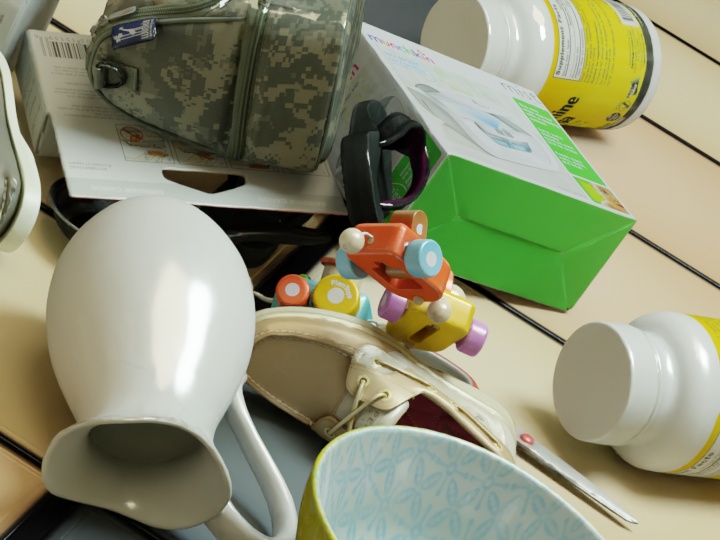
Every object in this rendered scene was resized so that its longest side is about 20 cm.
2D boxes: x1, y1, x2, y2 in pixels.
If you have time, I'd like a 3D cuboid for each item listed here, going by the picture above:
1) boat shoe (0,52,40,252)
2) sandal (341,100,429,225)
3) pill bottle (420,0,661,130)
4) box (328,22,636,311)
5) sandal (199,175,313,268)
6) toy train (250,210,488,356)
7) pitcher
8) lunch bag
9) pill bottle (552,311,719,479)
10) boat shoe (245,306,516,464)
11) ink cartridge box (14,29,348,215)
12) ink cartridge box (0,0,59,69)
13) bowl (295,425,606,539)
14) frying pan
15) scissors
[{"bbox_3d":[-0.258,-0.093,1.577,0.060,0.072,0.202,16,33,-36],"label":"boat shoe"},{"bbox_3d":[0.020,-0.067,1.636,0.048,0.076,0.200,-7,12,5],"label":"sandal"},{"bbox_3d":[0.151,-0.182,2.101,0.200,0.113,0.112,4,36,-40],"label":"pill bottle"},{"bbox_3d":[0.072,-0.076,1.833,0.200,0.097,0.177,18,28,-39],"label":"box"},{"bbox_3d":[-0.061,-0.062,1.746,0.075,0.048,0.200,27,26,-3],"label":"sandal"},{"bbox_3d":[0.000,0.000,1.545,0.200,0.056,0.150,-4,-31,46],"label":"toy train"},{"bbox_3d":[-0.104,0.065,1.428,0.172,0.121,0.200,38,30,-31],"label":"pitcher"},{"bbox_3d":[-0.085,-0.172,1.663,0.167,0.140,0.200,10,40,1],"label":"lunch bag"},{"bbox_3d":[0.234,0.087,1.709,0.200,0.111,0.111,10,32,-36],"label":"pill bottle"},{"bbox_3d":[0.013,0.085,1.533,0.200,0.074,0.069,23,21,-16],"label":"boat shoe"},{"bbox_3d":[-0.122,-0.088,1.682,0.200,0.044,0.174,3,44,-22],"label":"ink cartridge box"},{"bbox_3d":[-0.313,-0.220,1.726,0.200,0.088,0.145,28,25,-2],"label":"ink cartridge box"},{"bbox_3d":[0.042,0.187,1.341,0.200,0.108,0.200,23,27,-13],"label":"bowl"},{"bbox_3d":[-0.123,-0.032,1.635,0.190,0.031,0.115,-5,34,-47],"label":"frying pan"},{"bbox_3d":[0.102,0.104,1.654,0.200,0.014,0.073,28,24,-1],"label":"scissors"}]
